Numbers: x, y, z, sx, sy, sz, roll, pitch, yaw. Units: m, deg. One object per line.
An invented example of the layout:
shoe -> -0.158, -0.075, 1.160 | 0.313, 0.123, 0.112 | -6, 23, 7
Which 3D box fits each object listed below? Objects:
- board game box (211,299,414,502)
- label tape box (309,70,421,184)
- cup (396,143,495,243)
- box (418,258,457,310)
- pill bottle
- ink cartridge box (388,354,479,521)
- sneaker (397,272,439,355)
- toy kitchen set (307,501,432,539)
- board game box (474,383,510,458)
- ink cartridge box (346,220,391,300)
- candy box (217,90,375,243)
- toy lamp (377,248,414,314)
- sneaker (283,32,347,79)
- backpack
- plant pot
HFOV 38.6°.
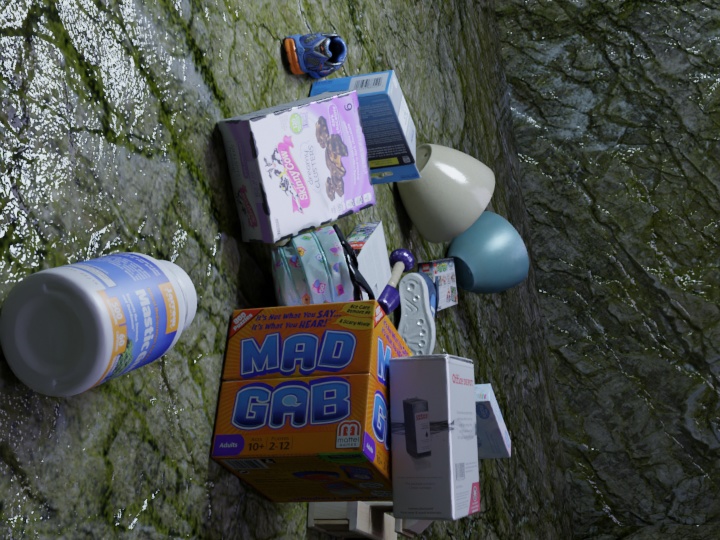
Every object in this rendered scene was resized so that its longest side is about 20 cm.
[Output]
board game box -> -0.050, 0.177, 1.339 | 0.200, 0.199, 0.201 | 56, 34, -55
label tape box -> 0.013, -0.235, 1.730 | 0.200, 0.143, 0.066 | 63, 29, -48
cup -> 0.156, -0.179, 2.120 | 0.143, 0.200, 0.201 | 40, 41, -28
box -> 0.177, 0.031, 2.315 | 0.200, 0.035, 0.111 | -7, 92, -71
pill bottle -> -0.234, 0.043, 0.968 | 0.200, 0.111, 0.113 | -24, 107, -70
ink cartridge box -> 0.097, 0.213, 1.321 | 0.146, 0.084, 0.201 | 24, 65, -69
sneaker -> 0.125, 0.104, 2.069 | 0.146, 0.080, 0.201 | 16, 70, -71
toy kitchen set -> 0.028, 0.447, 1.556 | 0.200, 0.162, 0.181 | 47, 41, -61
board game box -> 0.173, 0.296, 1.973 | 0.200, 0.198, 0.044 | 66, 26, -44
ink cartridge box -> 0.000, 0.000, 1.776 | 0.200, 0.050, 0.110 | -54, 136, -62
candy box -> -0.083, -0.144, 1.407 | 0.200, 0.071, 0.169 | -24, 110, -41
toy lamp -> 0.060, 0.024, 1.934 | 0.200, 0.058, 0.058 | -62, 142, -58
sneaker -> -0.055, -0.350, 1.665 | 0.200, 0.078, 0.076 | -41, 124, -67
backpack -> -0.057, 0.030, 1.428 | 0.200, 0.126, 0.167 | 89, -24, -62
plant pot -> 0.284, -0.023, 2.461 | 0.134, 0.200, 0.201 | -31, 121, -30
